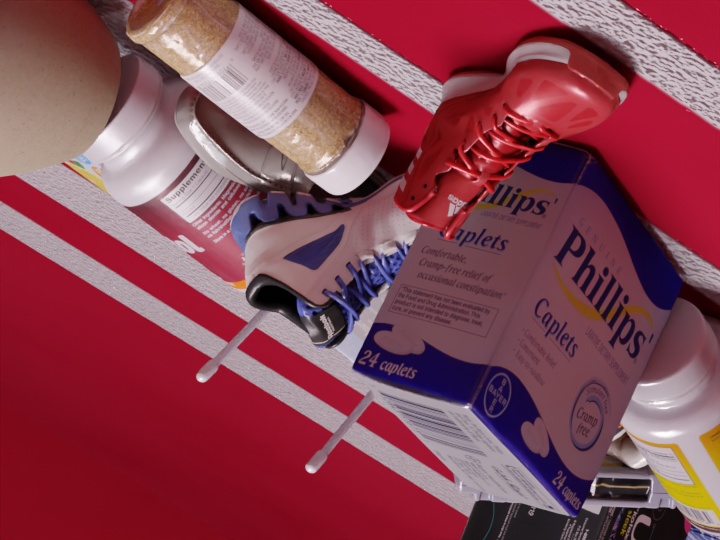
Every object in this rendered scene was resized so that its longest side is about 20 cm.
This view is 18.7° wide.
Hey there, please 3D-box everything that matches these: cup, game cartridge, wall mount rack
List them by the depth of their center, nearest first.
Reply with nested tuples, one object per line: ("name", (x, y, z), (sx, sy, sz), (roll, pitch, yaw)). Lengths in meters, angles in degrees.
("cup", (-0.264, -0.151, 1.626), (0.142, 0.202, 0.199), (17, 173, -37))
("wall mount rack", (-0.029, 0.055, 1.777), (0.200, 0.174, 0.075), (39, -174, 6))
("game cartridge", (0.174, 0.152, 1.856), (0.198, 0.041, 0.134), (3, -159, -5))

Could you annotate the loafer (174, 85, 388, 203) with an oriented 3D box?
("loafer", (-0.050, -0.085, 1.665), (0.199, 0.070, 0.070), (28, 160, -28))

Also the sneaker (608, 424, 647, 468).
("sneaker", (0.178, 0.090, 1.762), (0.078, 0.080, 0.199), (-34, 131, 28))

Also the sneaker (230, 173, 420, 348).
("sneaker", (-0.001, 0.000, 1.621), (0.197, 0.116, 0.081), (-8, 143, 11))

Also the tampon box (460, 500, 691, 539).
("tampon box", (0.203, 0.236, 2.003), (0.125, 0.151, 0.200), (19, 174, 33))

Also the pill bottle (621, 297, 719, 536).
("pill bottle", (0.257, 0.108, 1.653), (0.109, 0.110, 0.200), (14, 152, 39))

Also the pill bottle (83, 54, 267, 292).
("pill bottle", (-0.130, -0.078, 1.723), (0.200, 0.114, 0.113), (38, 161, -30))

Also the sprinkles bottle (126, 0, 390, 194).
("sprinkles bottle", (-0.070, -0.134, 1.538), (0.200, 0.069, 0.068), (37, 161, -27))

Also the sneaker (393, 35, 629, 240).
("sneaker", (0.091, -0.072, 1.381), (0.078, 0.116, 0.200), (32, 163, -14))

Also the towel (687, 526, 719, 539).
("towel", (0.376, 0.279, 2.160), (0.199, 0.024, 0.145), (17, 163, 38))

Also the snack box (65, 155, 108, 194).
("snack box", (-0.200, -0.106, 1.858), (0.199, 0.053, 0.142), (36, 160, -26))

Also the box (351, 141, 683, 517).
("box", (0.114, 0.037, 1.520), (0.104, 0.201, 0.184), (13, 159, 37))
